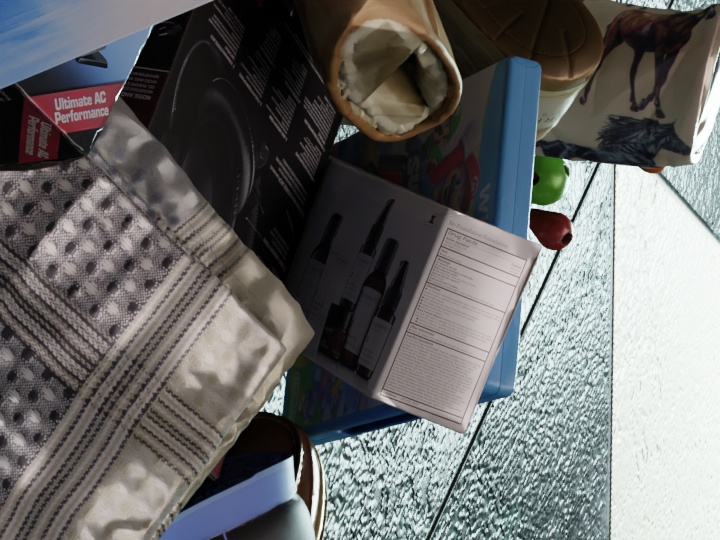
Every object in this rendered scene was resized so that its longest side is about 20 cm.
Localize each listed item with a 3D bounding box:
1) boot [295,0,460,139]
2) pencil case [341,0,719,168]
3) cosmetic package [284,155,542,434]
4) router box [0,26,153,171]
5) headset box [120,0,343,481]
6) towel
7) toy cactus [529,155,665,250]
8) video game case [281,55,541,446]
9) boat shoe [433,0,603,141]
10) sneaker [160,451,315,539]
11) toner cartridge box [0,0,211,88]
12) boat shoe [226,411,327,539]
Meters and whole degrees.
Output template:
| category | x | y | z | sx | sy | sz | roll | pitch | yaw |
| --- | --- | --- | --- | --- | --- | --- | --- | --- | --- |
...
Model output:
| category | x | y | z | sx | sy | sz | roll | pitch | yaw |
| --- | --- | --- | --- | --- | --- | --- | --- | --- | --- |
| boot | -0.021 | -0.173 | 0.993 | 0.175 | 0.066 | 0.201 | 43 | 28 | -61 |
| pencil case | 0.081 | -0.100 | 1.209 | 0.078 | 0.199 | 0.090 | 65 | 36 | -64 |
| cosmetic package | 0.000 | 0.000 | 1.079 | 0.050 | 0.200 | 0.083 | 23 | 91 | -25 |
| router box | -0.135 | -0.150 | 0.815 | 0.200 | 0.062 | 0.150 | 47 | 54 | -38 |
| headset box | -0.089 | -0.021 | 1.015 | 0.149 | 0.077 | 0.201 | 52 | 53 | -58 |
| towel | -0.122 | 0.018 | 0.869 | 0.193 | 0.034 | 0.200 | 46 | 54 | -15 |
| toy cactus | 0.075 | -0.047 | 1.326 | 0.165 | 0.102 | 0.200 | -58 | -156 | 15 |
| video game case | 0.019 | -0.003 | 1.134 | 0.018 | 0.200 | 0.144 | 12 | 75 | -24 |
| boat shoe | 0.032 | -0.139 | 1.153 | 0.074 | 0.200 | 0.066 | -16 | 149 | -29 |
| sneaker | -0.091 | 0.138 | 1.015 | 0.200 | 0.070 | 0.078 | -22 | 101 | -40 |
| toner cartridge box | -0.110 | -0.107 | 0.760 | 0.200 | 0.043 | 0.095 | -31 | 113 | -46 |
| boat shoe | -0.073 | 0.138 | 1.112 | 0.200 | 0.072 | 0.068 | -60 | 151 | -33 |
